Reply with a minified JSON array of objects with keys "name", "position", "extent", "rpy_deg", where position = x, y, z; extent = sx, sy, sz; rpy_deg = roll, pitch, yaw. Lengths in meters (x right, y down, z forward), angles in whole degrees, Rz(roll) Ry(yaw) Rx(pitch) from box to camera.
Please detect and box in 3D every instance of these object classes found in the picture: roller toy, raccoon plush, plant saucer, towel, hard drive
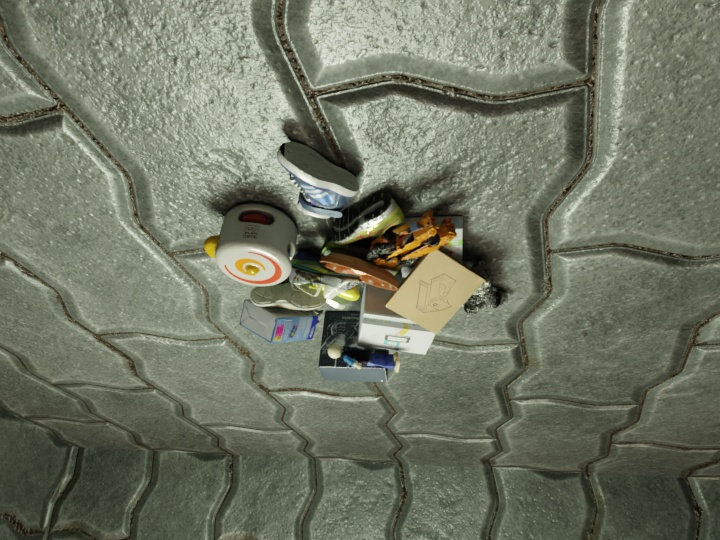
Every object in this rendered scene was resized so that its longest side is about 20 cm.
[{"name":"roller toy","position":[-0.246,-0.054,1.326],"extent":[0.181,0.142,0.199],"rpy_deg":[-23,138,36]},{"name":"raccoon plush","position":[0.330,0.031,1.451],"extent":[0.198,0.098,0.134],"rpy_deg":[-10,151,-36]},{"name":"plant saucer","position":[0.000,0.000,1.341],"extent":[0.197,0.033,0.200],"rpy_deg":[19,173,3]},{"name":"towel","position":[0.004,-0.025,1.402],"extent":[0.197,0.023,0.144],"rpy_deg":[17,163,-11]},{"name":"hard drive","position":[0.110,0.072,1.473],"extent":[0.196,0.134,0.027],"rpy_deg":[8,149,-4]}]

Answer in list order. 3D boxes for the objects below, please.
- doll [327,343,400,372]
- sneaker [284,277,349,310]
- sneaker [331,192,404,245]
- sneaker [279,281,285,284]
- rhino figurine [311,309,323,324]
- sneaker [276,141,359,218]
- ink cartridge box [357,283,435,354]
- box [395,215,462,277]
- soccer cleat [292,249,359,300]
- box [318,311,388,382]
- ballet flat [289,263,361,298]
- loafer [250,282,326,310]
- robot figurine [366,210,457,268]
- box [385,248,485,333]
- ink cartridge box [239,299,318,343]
[{"name":"doll","position":[0.007,0.238,1.551],"extent":[0.197,0.049,0.137],"rpy_deg":[9,-168,-6]},{"name":"sneaker","position":[-0.100,0.032,1.517],"extent":[0.198,0.068,0.090],"rpy_deg":[26,129,-24]},{"name":"sneaker","position":[0.016,-0.099,1.278],"extent":[0.198,0.079,0.090],"rpy_deg":[-21,146,37]},{"name":"sneaker","position":[-0.241,0.039,1.534],"extent":[0.078,0.076,0.199],"rpy_deg":[-17,139,37]},{"name":"rhino figurine","position":[-0.159,0.126,1.664],"extent":[0.086,0.060,0.201],"rpy_deg":[23,142,-6]},{"name":"sneaker","position":[-0.115,-0.172,1.178],"extent":[0.198,0.082,0.146],"rpy_deg":[21,140,-32]},{"name":"ink cartridge box","position":[0.100,0.125,1.543],"extent":[0.196,0.149,0.147],"rpy_deg":[7,148,-3]},{"name":"box","position":[0.169,-0.053,1.358],"extent":[0.153,0.042,0.201],"rpy_deg":[0,146,9]},{"name":"soccer cleat","position":[-0.095,0.029,1.435],"extent":[0.199,0.084,0.065],"rpy_deg":[34,143,-3]},{"name":"box","position":[-0.014,0.227,1.686],"extent":[0.196,0.185,0.105],"rpy_deg":[-1,148,8]},{"name":"ballet flat","position":[-0.087,0.031,1.343],"extent":[0.198,0.073,0.072],"rpy_deg":[10,152,27]},{"name":"loafer","position":[-0.185,0.069,1.466],"extent":[0.196,0.073,0.063],"rpy_deg":[2,167,-1]},{"name":"robot figurine","position":[0.106,-0.062,1.246],"extent":[0.198,0.059,0.144],"rpy_deg":[-25,156,36]},{"name":"box","position":[0.181,0.051,1.369],"extent":[0.162,0.021,0.201],"rpy_deg":[29,118,-17]},{"name":"ink cartridge box","position":[-0.211,0.135,1.547],"extent":[0.135,0.078,0.199],"rpy_deg":[24,-167,34]}]
